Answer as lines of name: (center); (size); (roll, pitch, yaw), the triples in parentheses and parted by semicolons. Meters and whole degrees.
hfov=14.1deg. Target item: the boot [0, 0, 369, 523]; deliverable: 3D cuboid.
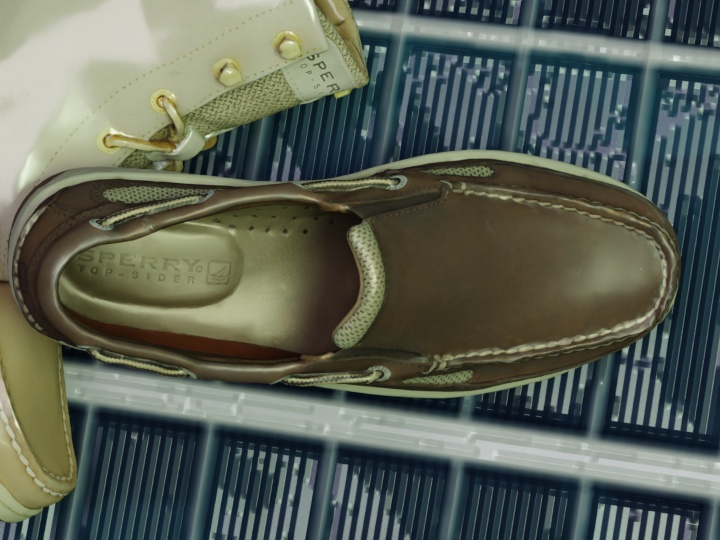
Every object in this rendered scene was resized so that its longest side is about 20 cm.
boot: (-0.071, -0.033, 0.906); (0.155, 0.073, 0.201); (-14, 75, 10)

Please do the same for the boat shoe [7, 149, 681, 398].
boat shoe: (0.000, 0.006, 0.847); (0.202, 0.075, 0.075); (-3, 99, -9)
